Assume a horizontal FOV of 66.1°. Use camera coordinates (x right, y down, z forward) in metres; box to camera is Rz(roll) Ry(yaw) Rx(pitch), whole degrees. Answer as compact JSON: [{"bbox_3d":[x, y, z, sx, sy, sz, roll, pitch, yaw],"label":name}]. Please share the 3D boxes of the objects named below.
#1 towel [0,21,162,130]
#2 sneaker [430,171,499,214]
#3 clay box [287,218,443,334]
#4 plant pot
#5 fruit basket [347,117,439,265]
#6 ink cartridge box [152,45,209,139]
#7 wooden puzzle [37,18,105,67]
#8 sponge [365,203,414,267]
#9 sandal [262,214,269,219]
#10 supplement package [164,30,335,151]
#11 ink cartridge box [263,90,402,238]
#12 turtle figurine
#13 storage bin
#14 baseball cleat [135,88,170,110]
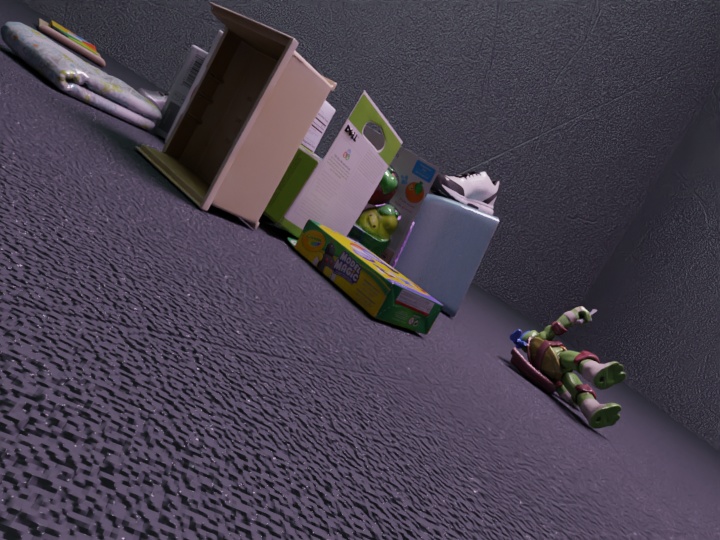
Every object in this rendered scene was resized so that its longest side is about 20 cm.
[{"bbox_3d":[-0.431,-0.301,0.870,0.169,0.049,0.199,34,8,22],"label":"towel"},{"bbox_3d":[0.212,-0.171,1.121,0.197,0.082,0.073,10,14,-47],"label":"sneaker"},{"bbox_3d":[0.000,0.000,0.696,0.114,0.048,0.199,23,12,-48],"label":"clay box"},{"bbox_3d":[0.127,-0.059,1.089,0.196,0.200,0.196,25,7,-3],"label":"plant pot"},{"bbox_3d":[0.007,-0.116,0.898,0.183,0.204,0.093,34,23,19],"label":"fruit basket"},{"bbox_3d":[-0.289,-0.303,1.027,0.046,0.163,0.200,29,7,5],"label":"ink cartridge box"},{"bbox_3d":[-0.849,-0.677,1.629,0.183,0.038,0.199,26,9,-40],"label":"wooden puzzle"},{"bbox_3d":[-0.008,-0.088,0.992,0.197,0.113,0.030,33,34,10],"label":"sponge"},{"bbox_3d":[-0.130,-0.110,0.846,0.079,0.055,0.199,34,7,22],"label":"sandal"},{"bbox_3d":[-0.183,-0.246,0.938,0.189,0.204,0.147,32,7,15],"label":"supplement package"},{"bbox_3d":[-0.042,-0.139,0.775,0.075,0.203,0.147,33,1,30],"label":"ink cartridge box"},{"bbox_3d":[0.350,0.143,0.863,0.196,0.147,0.194,25,13,-19],"label":"turtle figurine"},{"bbox_3d":[-0.159,-0.191,0.674,0.197,0.203,0.093,36,8,35],"label":"storage bin"},{"bbox_3d":[-0.436,-0.408,1.312,0.069,0.108,0.199,39,12,27],"label":"baseball cleat"}]
